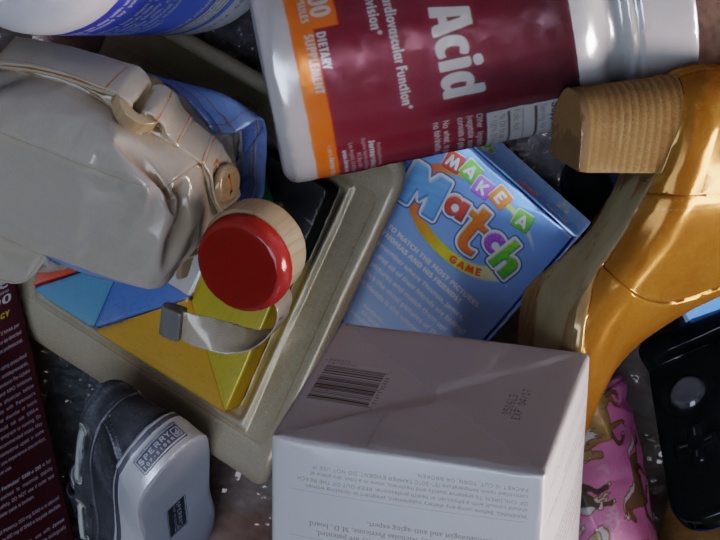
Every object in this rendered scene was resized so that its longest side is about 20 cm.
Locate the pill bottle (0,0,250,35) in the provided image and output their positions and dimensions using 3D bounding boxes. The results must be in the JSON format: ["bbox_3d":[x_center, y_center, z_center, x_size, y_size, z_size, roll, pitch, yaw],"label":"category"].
[{"bbox_3d":[-0.127,-0.165,1.022,0.112,0.200,0.113,3,97,26],"label":"pill bottle"}]

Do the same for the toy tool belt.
[{"bbox_3d":[-0.098,-0.048,1.064,0.199,0.123,0.125,18,119,19],"label":"toy tool belt"}]

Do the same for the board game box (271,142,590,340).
[{"bbox_3d":[0.000,0.000,1.149,0.151,0.037,0.200,42,116,6],"label":"board game box"}]

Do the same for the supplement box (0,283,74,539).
[{"bbox_3d":[-0.226,0.092,1.217,0.108,0.061,0.201,7,116,39],"label":"supplement box"}]

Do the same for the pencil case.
[{"bbox_3d":[0.113,0.149,1.118,0.086,0.083,0.201,-9,94,30],"label":"pencil case"}]

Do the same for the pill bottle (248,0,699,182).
[{"bbox_3d":[0.051,-0.115,1.040,0.199,0.114,0.115,-12,109,-2],"label":"pill bottle"}]

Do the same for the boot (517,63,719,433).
[{"bbox_3d":[0.154,0.003,1.035,0.143,0.071,0.202,-1,112,-18],"label":"boot"}]

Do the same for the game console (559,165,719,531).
[{"bbox_3d":[0.212,0.003,1.074,0.199,0.171,0.118,-25,131,21],"label":"game console"}]

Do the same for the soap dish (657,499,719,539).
[{"bbox_3d":[0.244,0.192,1.123,0.157,0.081,0.201,-5,113,50],"label":"soap dish"}]

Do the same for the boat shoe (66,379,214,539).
[{"bbox_3d":[-0.126,0.124,1.194,0.068,0.072,0.200,40,155,18],"label":"boat shoe"}]

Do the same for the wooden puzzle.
[{"bbox_3d":[-0.090,-0.013,1.142,0.185,0.037,0.201,30,111,19],"label":"wooden puzzle"}]

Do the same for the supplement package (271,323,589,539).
[{"bbox_3d":[0.031,0.144,0.988,0.119,0.121,0.201,6,114,13],"label":"supplement package"}]
